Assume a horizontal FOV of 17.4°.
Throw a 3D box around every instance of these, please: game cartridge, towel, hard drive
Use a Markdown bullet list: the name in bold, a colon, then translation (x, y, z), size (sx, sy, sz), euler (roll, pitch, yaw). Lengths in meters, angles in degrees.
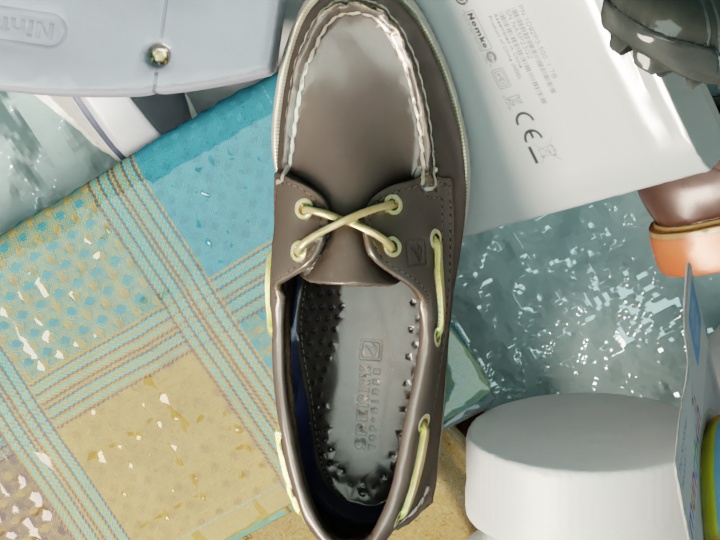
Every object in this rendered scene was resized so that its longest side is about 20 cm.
- **game cartridge**: translation (-0.121, -0.130, 0.825), size (0.198, 0.042, 0.134), euler (9, 98, 0)
- **towel**: translation (-0.070, 0.032, 0.876), size (0.199, 0.022, 0.147), euler (-29, 99, 10)
- **hard drive**: translation (0.021, -0.075, 0.849), size (0.199, 0.026, 0.133), euler (-14, 109, 41)

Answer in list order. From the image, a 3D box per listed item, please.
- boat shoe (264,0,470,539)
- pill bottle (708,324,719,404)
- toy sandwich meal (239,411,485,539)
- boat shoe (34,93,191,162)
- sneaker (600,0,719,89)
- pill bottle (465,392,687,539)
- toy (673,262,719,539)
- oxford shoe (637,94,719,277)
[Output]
- **boat shoe**: translation (0.000, 0.000, 0.820), size (0.071, 0.060, 0.202), euler (3, 105, 7)
- **pill bottle**: translation (0.221, 0.087, 0.877), size (0.113, 0.113, 0.200), euler (-38, 101, 20)
- **toy sandwich meal**: translation (-0.020, 0.109, 0.948), size (0.203, 0.070, 0.207), euler (3, 111, 8)
- **boat shoe**: translation (-0.150, -0.107, 0.883), size (0.086, 0.075, 0.202), euler (-34, 100, 19)
- **sneaker**: translation (0.155, -0.122, 0.773), size (0.066, 0.199, 0.091), euler (38, 133, 35)
- **pill bottle**: translation (0.084, 0.155, 0.871), size (0.109, 0.110, 0.202), euler (1, 105, 8)
- **toy**: translation (0.147, 0.109, 0.806), size (0.047, 0.115, 0.201), euler (-7, 121, 14)
- **oxford shoe**: translation (0.192, -0.057, 0.852), size (0.199, 0.071, 0.073), euler (-17, 102, 15)
